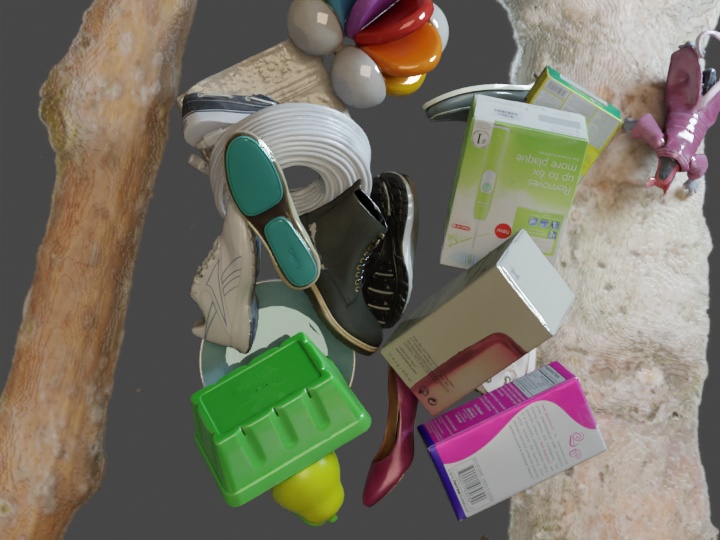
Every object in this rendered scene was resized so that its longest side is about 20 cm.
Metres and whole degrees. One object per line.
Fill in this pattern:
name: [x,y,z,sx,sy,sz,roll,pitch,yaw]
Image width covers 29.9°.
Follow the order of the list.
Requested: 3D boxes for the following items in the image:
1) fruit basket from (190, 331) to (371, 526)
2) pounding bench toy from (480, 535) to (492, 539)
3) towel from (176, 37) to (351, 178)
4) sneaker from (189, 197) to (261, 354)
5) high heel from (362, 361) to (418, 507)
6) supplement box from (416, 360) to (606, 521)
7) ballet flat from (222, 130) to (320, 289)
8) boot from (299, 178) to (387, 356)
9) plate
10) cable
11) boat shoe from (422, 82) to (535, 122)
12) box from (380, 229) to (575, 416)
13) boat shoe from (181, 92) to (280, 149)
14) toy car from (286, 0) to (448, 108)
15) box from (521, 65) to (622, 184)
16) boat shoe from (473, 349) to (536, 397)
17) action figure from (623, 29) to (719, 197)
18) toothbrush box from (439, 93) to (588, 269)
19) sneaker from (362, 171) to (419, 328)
fruit basket: [-0.088,0.207,1.632,0.213,0.156,0.218,-17,132,-20]
pounding bench toy: [0.185,0.433,1.634,0.123,0.200,0.157,31,82,-6]
towel: [-0.122,-0.204,1.707,0.198,0.034,0.134,-26,92,-10]
sneaker: [-0.162,0.007,1.616,0.086,0.075,0.202,7,113,1]
high heel: [0.031,0.191,1.690,0.096,0.067,0.201,36,67,-15]
supplement box: [0.181,0.204,1.637,0.198,0.103,0.102,-24,100,-1]
ballet flat: [-0.105,-0.071,1.563,0.069,0.069,0.202,-25,106,-9]
boot: [0.000,0.000,1.637,0.138,0.078,0.200,-32,116,19]
plate: [-0.104,0.112,1.696,0.197,0.026,0.203,0,88,-8]
cable: [-0.083,-0.115,1.632,0.199,0.070,0.200,-29,135,18]
boat shoe: [0.178,-0.202,1.733,0.197,0.073,0.063,-6,84,-14]
box: [0.142,0.064,1.630,0.199,0.128,0.109,-37,94,30]
boat shoe: [-0.122,-0.185,1.657,0.197,0.072,0.068,1,57,-15]
toy car: [0.021,-0.314,1.662,0.175,0.150,0.200,-42,93,-24]
box: [0.230,-0.144,1.714,0.117,0.048,0.201,30,114,-8]
boat shoe: [0.175,0.149,1.713,0.068,0.071,0.203,11,87,-10]
action figure: [0.425,-0.183,1.739,0.133,0.149,0.202,28,69,-12]
toothbrush box: [0.187,-0.099,1.668,0.144,0.086,0.202,12,119,0]
sneaker: [0.044,-0.025,1.703,0.073,0.079,0.203,11,102,21]
